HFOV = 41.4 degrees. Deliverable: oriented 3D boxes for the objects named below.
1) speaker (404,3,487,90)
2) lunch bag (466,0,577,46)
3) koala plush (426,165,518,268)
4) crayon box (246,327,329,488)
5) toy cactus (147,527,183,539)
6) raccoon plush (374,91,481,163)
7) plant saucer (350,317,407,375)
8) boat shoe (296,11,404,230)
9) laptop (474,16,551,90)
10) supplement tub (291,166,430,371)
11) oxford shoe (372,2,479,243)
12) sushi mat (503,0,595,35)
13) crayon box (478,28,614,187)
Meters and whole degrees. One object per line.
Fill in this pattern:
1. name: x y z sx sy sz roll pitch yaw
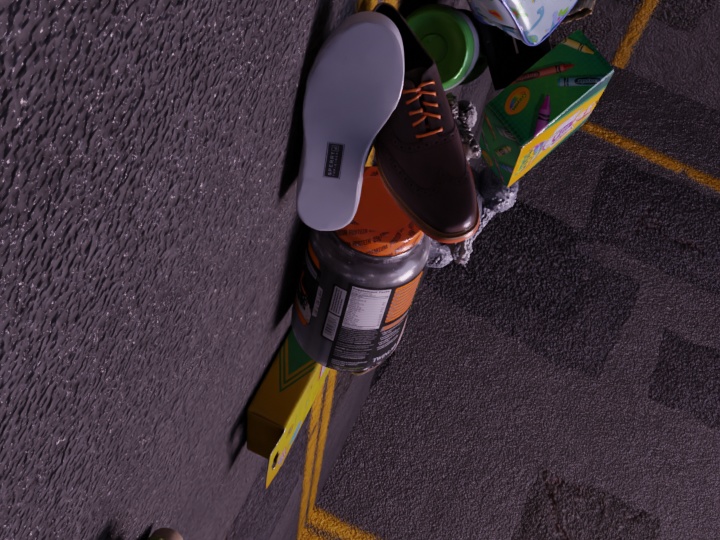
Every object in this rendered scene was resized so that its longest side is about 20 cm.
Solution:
1. speaker: 0.090 -0.233 0.996 0.200 0.087 0.090 -45 159 -71
2. lunch bag: 0.145 -0.308 0.825 0.161 0.082 0.200 -52 144 3
3. koala plush: 0.093 -0.078 1.229 0.185 0.176 0.200 -56 179 14
4. crayon box: -0.080 0.138 1.105 0.128 0.050 0.202 104 12 -59
5. toy cactus: -0.173 0.275 0.773 0.166 0.101 0.203 -73 175 -64
6. raccoon plush: 0.098 -0.168 1.040 0.133 0.097 0.201 -28 -158 50
7. plant saucer: 0.019 0.026 1.148 0.200 0.034 0.204 -172 -90 -72
8. boat shoe: -0.010 -0.120 0.734 0.202 0.069 0.067 102 -5 -46
9. laptop: 0.134 -0.287 1.019 0.199 0.102 0.180 -29 104 -47
10. supplement tub: 0.000 0.000 0.955 0.201 0.121 0.123 106 11 -49
11. oxford shoe: 0.041 -0.117 0.750 0.070 0.202 0.073 -20 160 -9
12. sushi mat: 0.210 -0.311 0.959 0.012 0.095 0.202 52 48 -36
13. crayon box: 0.189 -0.165 1.008 0.118 0.058 0.200 -39 172 0
